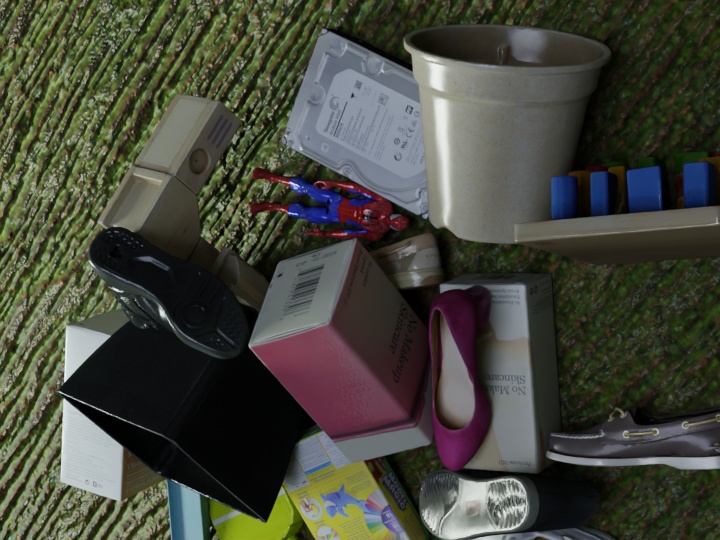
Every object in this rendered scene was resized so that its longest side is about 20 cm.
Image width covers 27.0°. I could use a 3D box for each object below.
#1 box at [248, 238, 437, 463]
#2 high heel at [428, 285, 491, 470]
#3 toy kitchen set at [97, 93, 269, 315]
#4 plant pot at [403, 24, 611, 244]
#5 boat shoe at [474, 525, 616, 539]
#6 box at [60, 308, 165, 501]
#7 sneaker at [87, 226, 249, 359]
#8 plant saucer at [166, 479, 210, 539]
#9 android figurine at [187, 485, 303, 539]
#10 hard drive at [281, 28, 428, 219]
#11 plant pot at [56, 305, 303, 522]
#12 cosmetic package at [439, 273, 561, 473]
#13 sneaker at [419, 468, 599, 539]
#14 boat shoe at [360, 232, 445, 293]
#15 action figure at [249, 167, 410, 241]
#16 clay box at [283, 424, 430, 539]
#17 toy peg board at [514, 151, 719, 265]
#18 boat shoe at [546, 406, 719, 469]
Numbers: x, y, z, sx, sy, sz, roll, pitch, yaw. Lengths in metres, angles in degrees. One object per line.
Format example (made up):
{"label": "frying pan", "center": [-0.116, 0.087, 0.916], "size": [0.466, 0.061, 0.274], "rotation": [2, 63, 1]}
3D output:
{"label": "box", "center": [-0.007, 0.086, 1.579], "size": [0.109, 0.128, 0.200], "rotation": [-17, 128, 32]}
{"label": "high heel", "center": [0.090, 0.115, 1.513], "size": [0.067, 0.096, 0.201], "rotation": [20, 109, 28]}
{"label": "toy kitchen set", "center": [-0.140, -0.059, 1.673], "size": [0.163, 0.200, 0.181], "rotation": [16, 71, 44]}
{"label": "plant pot", "center": [0.137, -0.132, 1.474], "size": [0.200, 0.200, 0.184], "rotation": [14, 113, 28]}
{"label": "boat shoe", "center": [0.176, 0.295, 1.596], "size": [0.199, 0.070, 0.071], "rotation": [13, 106, 28]}
{"label": "box", "center": [-0.283, 0.157, 1.813], "size": [0.097, 0.124, 0.201], "rotation": [12, 106, 28]}
{"label": "sneaker", "center": [-0.194, 0.035, 1.596], "size": [0.199, 0.114, 0.076], "rotation": [30, 75, 17]}
{"label": "plant saucer", "center": [-0.207, 0.296, 1.821], "size": [0.070, 0.019, 0.201], "rotation": [18, 118, 44]}
{"label": "android figurine", "center": [-0.134, 0.254, 1.791], "size": [0.182, 0.041, 0.201], "rotation": [-30, 83, 31]}
{"label": "hard drive", "center": [0.021, -0.159, 1.616], "size": [0.200, 0.038, 0.140], "rotation": [30, 109, 24]}
{"label": "plant pot", "center": [-0.174, 0.134, 1.666], "size": [0.200, 0.200, 0.178], "rotation": [16, 67, 42]}
{"label": "cosmetic package", "center": [0.148, 0.106, 1.575], "size": [0.105, 0.071, 0.201], "rotation": [-2, 98, 31]}
{"label": "sneaker", "center": [0.152, 0.249, 1.576], "size": [0.200, 0.106, 0.075], "rotation": [-7, 77, 56]}
{"label": "boat shoe", "center": [0.000, 0.000, 1.651], "size": [0.199, 0.071, 0.065], "rotation": [-10, 86, 26]}
{"label": "action figure", "center": [-0.034, -0.070, 1.667], "size": [0.199, 0.052, 0.066], "rotation": [12, 100, 27]}
{"label": "clay box", "center": [-0.007, 0.266, 1.699], "size": [0.115, 0.048, 0.200], "rotation": [-26, 98, 30]}
{"label": "toy peg board", "center": [0.273, -0.069, 1.405], "size": [0.199, 0.199, 0.098], "rotation": [-5, 81, 31]}
{"label": "boat shoe", "center": [0.283, 0.166, 1.509], "size": [0.199, 0.072, 0.060], "rotation": [-3, 92, 27]}
